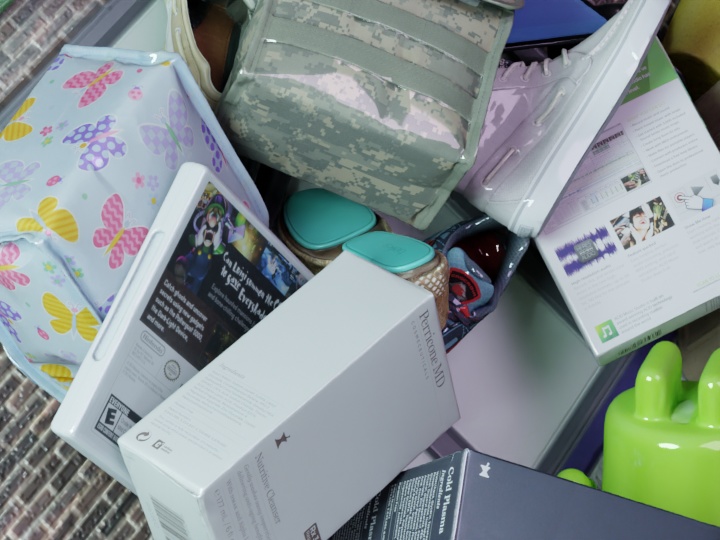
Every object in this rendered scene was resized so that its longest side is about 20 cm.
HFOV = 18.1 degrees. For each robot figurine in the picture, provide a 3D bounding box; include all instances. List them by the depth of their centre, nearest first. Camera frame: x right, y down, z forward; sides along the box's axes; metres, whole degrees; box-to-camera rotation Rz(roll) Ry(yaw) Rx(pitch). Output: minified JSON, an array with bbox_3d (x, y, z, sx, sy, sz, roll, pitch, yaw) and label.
[{"bbox_3d":[0.223,0.154,1.550,0.116,0.175,0.201,-49,142,-66],"label":"robot figurine"}]

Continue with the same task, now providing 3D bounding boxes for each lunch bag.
[{"bbox_3d":[-0.152,-0.012,1.406,0.170,0.127,0.200,-59,136,-30],"label":"lunch bag"},{"bbox_3d":[0.011,-0.154,1.475,0.163,0.118,0.201,22,58,-8],"label":"lunch bag"}]

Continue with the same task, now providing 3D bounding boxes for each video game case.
[{"bbox_3d":[-0.092,0.060,1.389,0.200,0.023,0.182,46,64,-50],"label":"video game case"}]

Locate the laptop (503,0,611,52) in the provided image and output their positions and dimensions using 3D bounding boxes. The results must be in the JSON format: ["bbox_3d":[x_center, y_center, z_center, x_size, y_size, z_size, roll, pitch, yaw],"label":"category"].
[{"bbox_3d":[0.076,-0.239,1.627,0.176,0.103,0.201,-8,80,-17],"label":"laptop"}]

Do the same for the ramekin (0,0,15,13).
[{"bbox_3d":[-0.281,-0.244,1.439,0.199,0.098,0.201,12,64,-27],"label":"ramekin"}]

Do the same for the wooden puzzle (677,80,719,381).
[{"bbox_3d":[0.277,-0.034,1.644,0.037,0.185,0.201,0,70,-21],"label":"wooden puzzle"}]

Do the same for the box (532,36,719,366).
[{"bbox_3d":[0.185,-0.053,1.574,0.144,0.036,0.201,-26,73,0],"label":"box"}]

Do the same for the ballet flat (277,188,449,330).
[{"bbox_3d":[0.000,0.000,1.486,0.070,0.200,0.066,-19,113,-16],"label":"ballet flat"}]

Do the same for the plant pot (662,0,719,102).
[{"bbox_3d":[0.308,-0.160,1.726,0.142,0.200,0.200,-35,91,-23],"label":"plant pot"}]

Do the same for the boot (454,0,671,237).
[{"bbox_3d":[0.129,-0.127,1.543,0.095,0.074,0.200,31,79,7],"label":"boot"}]

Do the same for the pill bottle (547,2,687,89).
[{"bbox_3d":[0.192,-0.088,1.660,0.111,0.112,0.201,3,69,-31],"label":"pill bottle"}]

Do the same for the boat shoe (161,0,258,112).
[{"bbox_3d":[-0.098,-0.186,1.547,0.074,0.068,0.201,13,64,-27],"label":"boat shoe"}]

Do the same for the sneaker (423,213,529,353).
[{"bbox_3d":[0.044,0.020,1.534,0.079,0.095,0.200,45,54,-5],"label":"sneaker"}]

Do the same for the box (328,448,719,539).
[{"bbox_3d":[0.095,0.201,1.434,0.199,0.182,0.105,18,67,-24],"label":"box"}]

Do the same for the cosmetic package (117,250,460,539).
[{"bbox_3d":[-0.039,0.095,1.360,0.200,0.081,0.113,-40,136,-25],"label":"cosmetic package"}]

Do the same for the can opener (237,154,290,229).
[{"bbox_3d":[-0.056,-0.109,1.548,0.063,0.079,0.201,34,66,-21],"label":"can opener"}]
